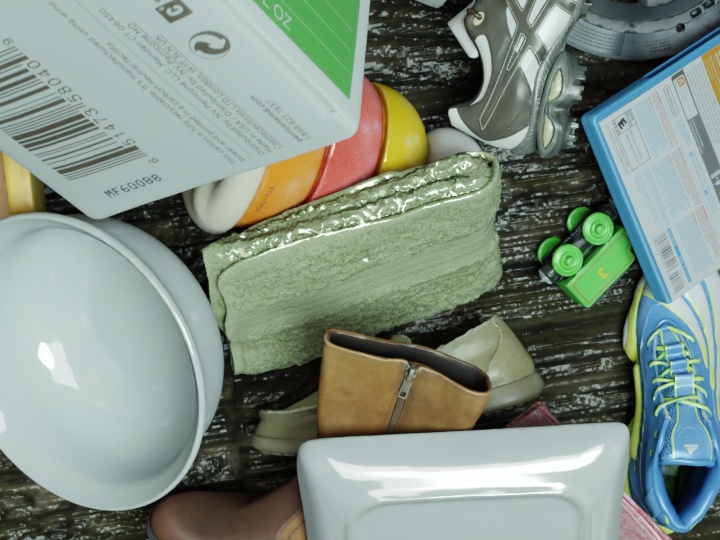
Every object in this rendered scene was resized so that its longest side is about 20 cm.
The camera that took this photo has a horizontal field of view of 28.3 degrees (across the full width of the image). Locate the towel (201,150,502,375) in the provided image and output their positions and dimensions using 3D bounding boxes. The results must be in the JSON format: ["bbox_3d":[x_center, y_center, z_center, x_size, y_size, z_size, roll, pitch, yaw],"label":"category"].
[{"bbox_3d":[0.000,0.000,0.930,0.200,0.148,0.037,-20,57,-7],"label":"towel"}]

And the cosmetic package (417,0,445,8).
[{"bbox_3d":[-0.022,-0.245,0.918,0.200,0.113,0.081,18,92,-5],"label":"cosmetic package"}]

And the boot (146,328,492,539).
[{"bbox_3d":[-0.032,0.121,0.888,0.188,0.069,0.200,15,130,2],"label":"boot"}]

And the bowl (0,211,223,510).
[{"bbox_3d":[-0.160,0.045,0.916,0.201,0.090,0.201,12,116,26],"label":"bowl"}]

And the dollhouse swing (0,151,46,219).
[{"bbox_3d":[-0.306,-0.073,0.870,0.200,0.176,0.182,-6,94,-6],"label":"dollhouse swing"}]

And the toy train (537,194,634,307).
[{"bbox_3d":[0.204,-0.056,0.990,0.200,0.042,0.056,-45,107,-1],"label":"toy train"}]

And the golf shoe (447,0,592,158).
[{"bbox_3d":[0.106,-0.176,0.925,0.094,0.078,0.200,9,96,5],"label":"golf shoe"}]

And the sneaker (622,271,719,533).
[{"bbox_3d":[0.223,0.085,0.968,0.076,0.105,0.200,3,94,-6],"label":"sneaker"}]

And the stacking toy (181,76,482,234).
[{"bbox_3d":[-0.009,-0.080,0.941,0.200,0.146,0.146,11,93,-25],"label":"stacking toy"}]

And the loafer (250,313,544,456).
[{"bbox_3d":[0.021,0.079,0.966,0.200,0.076,0.067,-13,83,0],"label":"loafer"}]

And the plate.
[{"bbox_3d":[0.065,0.183,0.889,0.200,0.032,0.200,-3,126,1],"label":"plate"}]

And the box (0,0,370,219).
[{"bbox_3d":[-0.124,-0.165,0.783,0.200,0.199,0.171,-15,54,29],"label":"box"}]

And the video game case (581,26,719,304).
[{"bbox_3d":[0.252,-0.089,0.962,0.200,0.018,0.143,-33,111,-17],"label":"video game case"}]

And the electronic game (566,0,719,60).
[{"bbox_3d":[0.188,-0.243,0.972,0.200,0.042,0.200,0,98,1],"label":"electronic game"}]

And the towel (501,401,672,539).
[{"bbox_3d":[0.097,0.193,0.959,0.144,0.023,0.200,47,118,-3],"label":"towel"}]
